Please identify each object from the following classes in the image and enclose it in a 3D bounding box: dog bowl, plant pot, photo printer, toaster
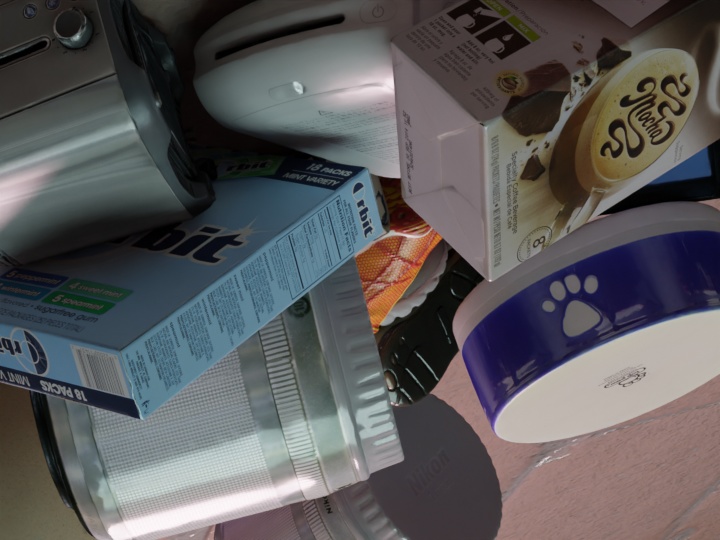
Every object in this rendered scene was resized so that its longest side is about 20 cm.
[{"bbox_3d":[0.166,0.038,1.245,0.198,0.079,0.200,-17,158,-7],"label":"dog bowl"},{"bbox_3d":[-0.228,0.127,1.295,0.135,0.199,0.200,-57,156,-4],"label":"plant pot"},{"bbox_3d":[0.018,-0.108,1.030,0.165,0.070,0.199,-10,166,37],"label":"photo printer"},{"bbox_3d":[-0.155,-0.075,0.957,0.128,0.115,0.200,-17,163,2],"label":"toaster"}]

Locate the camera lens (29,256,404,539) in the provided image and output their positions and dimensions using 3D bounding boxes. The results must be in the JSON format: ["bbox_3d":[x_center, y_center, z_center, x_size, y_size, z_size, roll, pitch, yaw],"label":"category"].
[{"bbox_3d":[-0.086,0.066,1.099,0.198,0.161,0.160,-15,158,0],"label":"camera lens"}]

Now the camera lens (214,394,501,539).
[{"bbox_3d":[-0.007,0.200,1.458,0.159,0.161,0.200,2,149,-44],"label":"camera lens"}]

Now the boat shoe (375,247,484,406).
[{"bbox_3d":[0.052,0.025,1.377,0.073,0.076,0.200,3,-149,45],"label":"boat shoe"}]

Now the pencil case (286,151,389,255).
[{"bbox_3d":[-0.072,-0.024,1.192,0.198,0.090,0.078,-25,129,10],"label":"pencil case"}]

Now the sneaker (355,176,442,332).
[{"bbox_3d":[0.000,0.000,1.240,0.199,0.073,0.077,-37,130,-1],"label":"sneaker"}]

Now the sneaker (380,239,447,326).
[{"bbox_3d":[-0.020,0.002,1.300,0.199,0.083,0.074,-27,-157,-32],"label":"sneaker"}]

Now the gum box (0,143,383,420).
[{"bbox_3d":[-0.114,-0.003,1.015,0.169,0.045,0.200,10,-146,40],"label":"gum box"}]

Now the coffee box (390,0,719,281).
[{"bbox_3d":[0.118,-0.100,0.941,0.199,0.080,0.114,-31,143,-20],"label":"coffee box"}]

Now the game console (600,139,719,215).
[{"bbox_3d":[0.188,-0.126,1.143,0.198,0.178,0.116,-8,-177,-28],"label":"game console"}]
